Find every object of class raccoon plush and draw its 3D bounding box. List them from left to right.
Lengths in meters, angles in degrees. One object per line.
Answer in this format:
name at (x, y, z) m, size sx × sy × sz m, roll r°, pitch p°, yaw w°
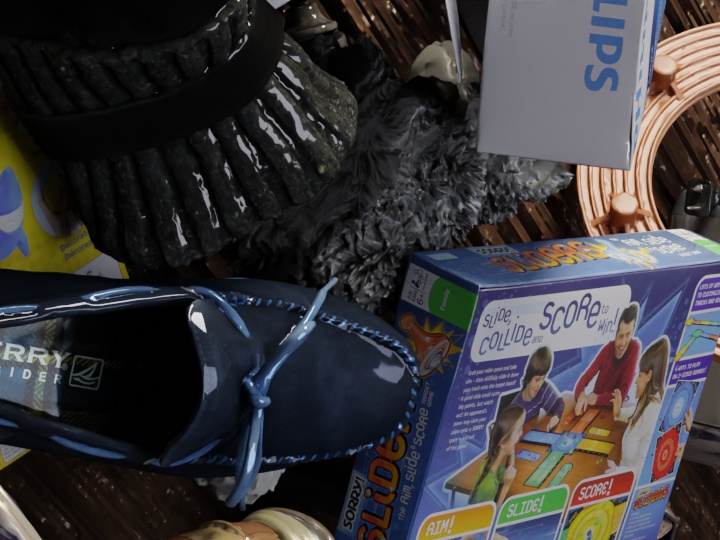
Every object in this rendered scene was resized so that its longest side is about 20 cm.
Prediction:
raccoon plush at (0.000, 0.000, 0.947) m, size 0.134 × 0.096 × 0.201 m, roll 30°, pitch 85°, yaw -53°

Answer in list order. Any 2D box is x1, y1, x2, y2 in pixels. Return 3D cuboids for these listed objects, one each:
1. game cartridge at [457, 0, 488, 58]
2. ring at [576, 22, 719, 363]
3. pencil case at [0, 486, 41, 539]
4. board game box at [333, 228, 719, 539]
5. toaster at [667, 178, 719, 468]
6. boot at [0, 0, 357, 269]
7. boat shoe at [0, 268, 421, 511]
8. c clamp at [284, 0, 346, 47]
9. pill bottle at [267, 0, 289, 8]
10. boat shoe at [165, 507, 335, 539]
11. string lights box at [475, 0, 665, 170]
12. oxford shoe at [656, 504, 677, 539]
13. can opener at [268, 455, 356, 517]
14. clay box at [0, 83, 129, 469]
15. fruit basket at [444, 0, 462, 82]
game cartridge at (0.074, -0.195, 1.060) m, size 0.133 × 0.040 × 0.201 m, roll -33°, pitch 119°, yaw -36°
ring at (0.197, -0.039, 1.111) m, size 0.201 × 0.200 × 0.019 m, roll -53°, pitch 162°, yaw -29°
pencil case at (-0.182, 0.126, 0.740) m, size 0.200 × 0.078 × 0.090 m, roll -37°, pitch 136°, yaw -13°
board game box at (0.074, 0.056, 0.972) m, size 0.199 × 0.034 × 0.136 m, roll -4°, pitch 115°, yaw -53°
toaster at (0.212, 0.037, 1.187) m, size 0.199 × 0.113 × 0.130 m, roll 14°, pitch 87°, yaw -49°
boot at (-0.039, -0.086, 0.755) m, size 0.158 × 0.210 × 0.080 m, roll 54°, pitch 46°, yaw -29°
boat shoe at (-0.064, 0.043, 0.805) m, size 0.199 × 0.069 × 0.085 m, roll -1°, pitch 98°, yaw -28°
c clamp at (-0.046, -0.146, 0.937) m, size 0.170 × 0.027 × 0.201 m, roll -20°, pitch 110°, yaw -45°
pill bottle at (-0.079, -0.184, 0.819) m, size 0.113 × 0.113 × 0.201 m, roll -46°, pitch 121°, yaw -34°
boat shoe at (-0.030, 0.175, 0.793) m, size 0.073 × 0.076 × 0.201 m, roll 1°, pitch 60°, yaw -37°
string lights box at (0.088, -0.117, 0.932) m, size 0.200 × 0.059 × 0.103 m, roll -62°, pitch 158°, yaw -69°
oxford shoe at (0.110, 0.090, 1.108) m, size 0.071 × 0.073 × 0.201 m, roll -29°, pitch 116°, yaw -41°
can opener at (0.000, 0.066, 1.012) m, size 0.200 × 0.053 × 0.067 m, roll 26°, pitch 47°, yaw -46°
clay box at (-0.148, -0.032, 0.825) m, size 0.115 × 0.047 × 0.201 m, roll -34°, pitch 118°, yaw -39°
fruit basket at (0.014, -0.199, 0.861) m, size 0.186 × 0.093 × 0.201 m, roll 79°, pitch 11°, yaw -48°
